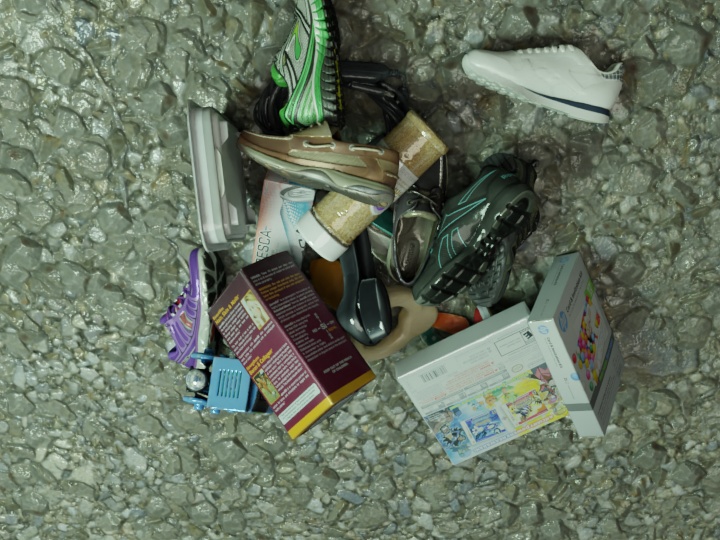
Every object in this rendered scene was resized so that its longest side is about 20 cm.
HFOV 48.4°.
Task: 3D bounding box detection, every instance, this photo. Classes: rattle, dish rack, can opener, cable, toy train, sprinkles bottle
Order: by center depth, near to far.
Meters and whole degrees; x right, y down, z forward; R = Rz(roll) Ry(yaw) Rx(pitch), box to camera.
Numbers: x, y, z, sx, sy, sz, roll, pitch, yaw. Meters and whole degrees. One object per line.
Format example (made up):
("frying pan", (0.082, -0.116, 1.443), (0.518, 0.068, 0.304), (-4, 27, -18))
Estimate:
("dish rack", (-0.162, -0.110, 0.964), (0.043, 0.200, 0.172), (-5, 93, 1))
("sprinkles bottle", (0.013, -0.101, 0.969), (0.200, 0.068, 0.068), (-44, 107, 11))
("can opener", (0.000, 0.000, 1.026), (0.078, 0.201, 0.063), (-21, 157, 27))
("cable", (-0.037, -0.189, 1.028), (0.199, 0.051, 0.164), (1, 121, -2))
("toy train", (-0.165, 0.162, 1.120), (0.114, 0.200, 0.087), (6, 80, 17))
("rattle", (0.039, 0.052, 1.149), (0.199, 0.143, 0.131), (-7, 115, -35))

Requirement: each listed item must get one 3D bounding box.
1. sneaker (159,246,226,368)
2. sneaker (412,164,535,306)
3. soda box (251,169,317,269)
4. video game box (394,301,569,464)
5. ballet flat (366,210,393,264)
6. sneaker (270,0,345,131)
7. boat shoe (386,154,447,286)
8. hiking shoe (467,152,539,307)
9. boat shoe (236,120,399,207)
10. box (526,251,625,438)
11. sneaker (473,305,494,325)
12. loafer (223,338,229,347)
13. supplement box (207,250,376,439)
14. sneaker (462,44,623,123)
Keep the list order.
("sneaker", (-0.242, 0.057, 1.134), (0.083, 0.081, 0.201), (13, 116, 2))
("sneaker", (0.128, -0.041, 0.988), (0.200, 0.079, 0.075), (-50, 145, 16))
("soda box", (-0.103, -0.048, 1.063), (0.068, 0.064, 0.200), (12, 129, -3))
("video game box", (0.176, 0.159, 1.105), (0.200, 0.047, 0.182), (-26, 115, 11))
("ballet flat", (0.079, -0.019, 1.098), (0.200, 0.069, 0.070), (29, 113, -7))
("sneaker", (-0.069, -0.262, 0.943), (0.085, 0.078, 0.201), (-4, 85, 10))
("boat shoe", (0.075, -0.076, 1.014), (0.072, 0.065, 0.201), (9, 102, -9))
("hiking shoe", (0.195, -0.049, 1.041), (0.100, 0.076, 0.201), (0, 106, -39))
("boat shoe", (-0.046, -0.133, 0.923), (0.199, 0.076, 0.072), (19, 88, 12))
("box", (0.298, 0.100, 1.091), (0.041, 0.156, 0.200), (-13, 116, 36))
("sneaker", (0.170, 0.146, 1.163), (0.112, 0.071, 0.200), (-19, 116, 7))
("loafer", (-0.109, 0.093, 1.122), (0.200, 0.072, 0.063), (14, 108, 33))
("supplement box", (-0.089, 0.092, 1.006), (0.200, 0.086, 0.110), (54, 134, 11))
("sneaker", (0.222, -0.243, 0.983), (0.199, 0.076, 0.081), (15, 104, -10))
